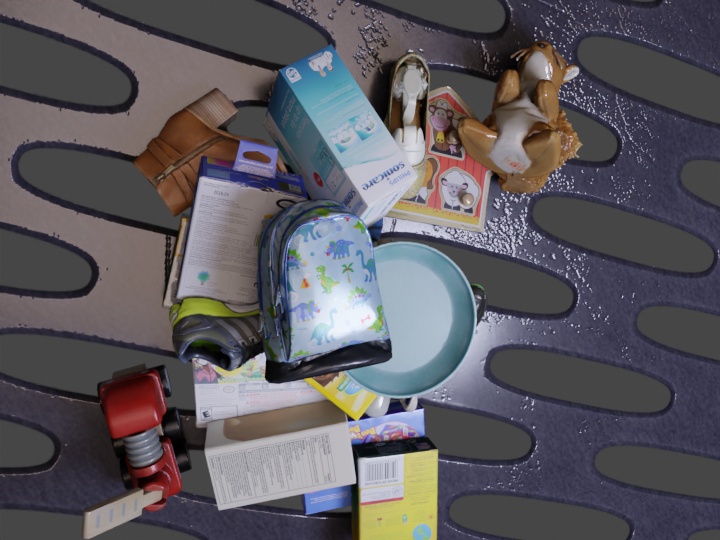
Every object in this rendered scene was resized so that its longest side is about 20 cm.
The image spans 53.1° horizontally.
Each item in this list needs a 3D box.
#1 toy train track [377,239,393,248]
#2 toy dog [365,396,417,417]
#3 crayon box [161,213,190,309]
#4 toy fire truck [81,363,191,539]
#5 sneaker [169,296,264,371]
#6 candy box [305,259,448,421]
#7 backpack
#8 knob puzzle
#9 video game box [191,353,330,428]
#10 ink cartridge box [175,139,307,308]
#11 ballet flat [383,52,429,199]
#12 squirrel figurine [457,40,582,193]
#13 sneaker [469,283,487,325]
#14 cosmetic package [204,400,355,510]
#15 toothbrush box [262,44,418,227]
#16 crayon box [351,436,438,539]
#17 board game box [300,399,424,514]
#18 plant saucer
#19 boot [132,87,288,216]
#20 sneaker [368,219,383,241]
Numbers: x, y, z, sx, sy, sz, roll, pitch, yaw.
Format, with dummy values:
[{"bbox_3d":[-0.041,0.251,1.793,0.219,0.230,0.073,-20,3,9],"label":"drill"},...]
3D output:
[{"bbox_3d":[0.000,0.000,0.989,0.196,0.033,0.117,1,62,-10],"label":"toy train track"},{"bbox_3d":[0.013,0.110,1.041,0.095,0.131,0.204,4,79,-25],"label":"toy dog"},{"bbox_3d":[-0.166,0.007,1.007,0.197,0.052,0.128,13,97,-16],"label":"crayon box"},{"bbox_3d":[-0.297,0.238,0.934,0.126,0.200,0.179,-14,103,-12],"label":"toy fire truck"},{"bbox_3d":[-0.142,0.088,0.901,0.196,0.082,0.075,1,136,-8],"label":"sneaker"},{"bbox_3d":[0.019,0.094,0.969,0.102,0.026,0.201,38,92,-14],"label":"candy box"},{"bbox_3d":[-0.046,0.018,0.840,0.160,0.154,0.204,-8,81,-17],"label":"backpack"},{"bbox_3d":[0.118,-0.168,1.042,0.216,0.030,0.224,1,89,-24],"label":"knob puzzle"},{"bbox_3d":[-0.136,0.131,1.005,0.196,0.047,0.185,-1,121,-10],"label":"video game box"},{"bbox_3d":[-0.147,-0.057,0.905,0.134,0.077,0.203,10,117,-17],"label":"ink cartridge box"},{"bbox_3d":[0.064,-0.203,0.983,0.069,0.071,0.204,7,78,-16],"label":"ballet flat"},{"bbox_3d":[0.248,-0.222,1.047,0.200,0.139,0.189,52,52,-53],"label":"squirrel figurine"},{"bbox_3d":[0.125,0.106,1.086,0.077,0.084,0.200,44,87,-18],"label":"sneaker"},{"bbox_3d":[-0.110,0.255,1.007,0.196,0.071,0.107,-8,112,-5],"label":"cosmetic package"},{"bbox_3d":[-0.031,-0.157,0.926,0.085,0.146,0.202,-32,86,-22],"label":"toothbrush box"},{"bbox_3d":[0.050,0.360,1.081,0.124,0.051,0.204,-2,100,-14],"label":"crayon box"},{"bbox_3d":[0.002,0.283,1.105,0.196,0.045,0.137,-7,102,-14],"label":"board game box"},{"bbox_3d":[0.052,0.062,0.937,0.196,0.036,0.204,-1,97,-7],"label":"plant saucer"},{"bbox_3d":[-0.189,-0.122,0.955,0.155,0.074,0.200,-43,85,-10],"label":"boot"},{"bbox_3d":[-0.062,-0.061,1.015,0.196,0.066,0.080,-7,101,-14],"label":"sneaker"}]
